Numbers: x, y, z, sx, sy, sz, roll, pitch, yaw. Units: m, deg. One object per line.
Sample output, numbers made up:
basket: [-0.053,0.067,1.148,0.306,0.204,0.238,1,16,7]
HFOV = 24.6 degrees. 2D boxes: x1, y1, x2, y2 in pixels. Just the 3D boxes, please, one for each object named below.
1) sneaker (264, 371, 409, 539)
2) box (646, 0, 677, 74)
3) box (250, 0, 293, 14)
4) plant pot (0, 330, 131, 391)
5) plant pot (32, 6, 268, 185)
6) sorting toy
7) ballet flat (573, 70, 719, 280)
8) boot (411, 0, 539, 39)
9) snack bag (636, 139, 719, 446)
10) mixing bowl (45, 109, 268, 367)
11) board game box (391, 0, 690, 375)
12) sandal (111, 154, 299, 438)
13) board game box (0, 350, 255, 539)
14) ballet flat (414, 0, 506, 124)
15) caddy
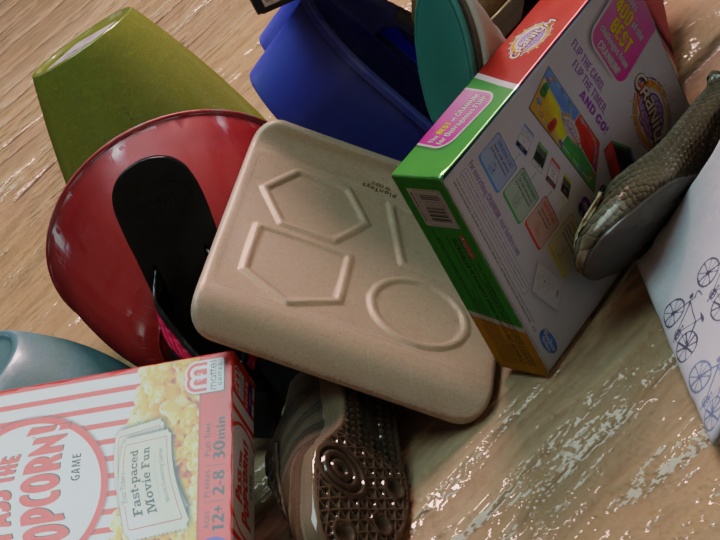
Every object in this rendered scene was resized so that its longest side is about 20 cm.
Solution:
sneaker: [-0.019,0.121,0.959,0.076,0.070,0.201,-45,18,25]
box: [0.134,-0.196,1.145,0.127,0.109,0.202,-21,54,26]
box: [0.016,-0.256,1.107,0.198,0.049,0.162,-23,27,15]
plant pot: [-0.225,0.120,1.108,0.199,0.135,0.201,-27,27,16]
plant pot: [-0.157,-0.093,1.270,0.186,0.201,0.187,-30,19,11]
sorting toy: [0.000,0.000,1.030,0.201,0.183,0.037,-75,5,-49]
ballet flat: [0.184,-0.066,0.979,0.046,0.068,0.200,39,62,19]
boot: [0.113,-0.210,1.030,0.200,0.076,0.074,-45,-15,8]
snack bag: [0.217,-0.035,0.855,0.201,0.021,0.189,-59,17,26]
mixing bowl: [-0.105,0.004,1.122,0.199,0.200,0.109,-34,47,4]
board game box: [0.119,-0.064,0.972,0.040,0.154,0.200,8,49,46]
sandal: [-0.096,0.025,1.031,0.075,0.201,0.045,-27,17,-2]
board game box: [-0.160,0.138,0.958,0.198,0.046,0.153,-11,56,11]
ballet flat: [0.079,-0.084,1.000,0.069,0.202,0.069,-11,13,3]
caddy: [0.015,-0.138,1.184,0.105,0.200,0.142,-43,20,24]
